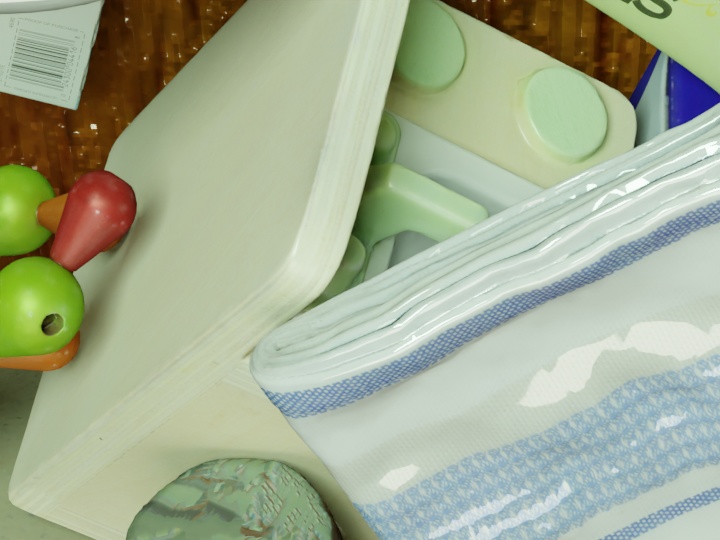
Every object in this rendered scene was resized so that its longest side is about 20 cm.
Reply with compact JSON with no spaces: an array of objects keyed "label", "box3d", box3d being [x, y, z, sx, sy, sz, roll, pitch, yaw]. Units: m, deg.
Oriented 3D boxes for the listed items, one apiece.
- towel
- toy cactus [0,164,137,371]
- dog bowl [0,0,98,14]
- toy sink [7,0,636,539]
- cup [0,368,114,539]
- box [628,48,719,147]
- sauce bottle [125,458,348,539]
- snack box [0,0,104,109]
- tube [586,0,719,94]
[{"label":"towel","box3d":[0.080,0.055,0.657,0.146,0.024,0.200,-25,127,16]},{"label":"toy cactus","box3d":[-0.156,0.019,0.765,0.199,0.166,0.102,15,171,36]},{"label":"dog bowl","box3d":[-0.085,-0.151,0.612,0.198,0.059,0.202,0,114,-1]},{"label":"toy sink","box3d":[0.000,0.000,0.741,0.111,0.131,0.200,24,149,-18]},{"label":"cup","box3d":[-0.097,0.107,0.869,0.199,0.144,0.201,27,158,12]},{"label":"box","box3d":[0.150,0.047,0.825,0.199,0.105,0.184,16,136,-10]},{"label":"sauce bottle","box3d":[-0.014,0.133,0.764,0.064,0.065,0.201,-5,140,13]},{"label":"snack box","box3d":[-0.112,-0.136,0.710,0.115,0.037,0.201,13,137,-8]},{"label":"tube","box3d":[0.053,-0.112,0.708,0.199,0.052,0.058,26,153,-22]}]
